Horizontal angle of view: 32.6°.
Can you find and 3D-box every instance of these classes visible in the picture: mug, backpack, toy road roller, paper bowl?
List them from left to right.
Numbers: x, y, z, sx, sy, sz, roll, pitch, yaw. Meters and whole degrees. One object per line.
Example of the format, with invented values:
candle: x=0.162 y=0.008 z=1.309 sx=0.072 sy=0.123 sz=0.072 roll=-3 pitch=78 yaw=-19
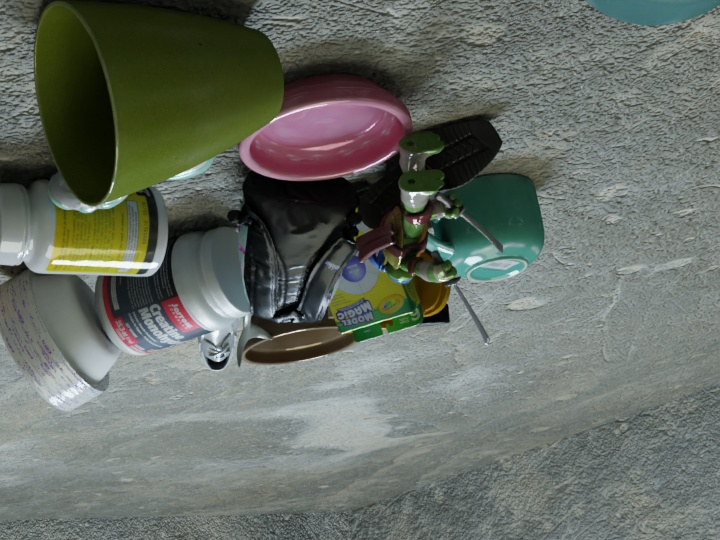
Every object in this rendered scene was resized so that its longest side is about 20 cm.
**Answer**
paper bowl: x=-0.410 y=0.085 z=1.702 sx=0.104 sy=0.201 sz=0.201 roll=-28 pitch=159 yaw=3
backpack: x=-0.081 y=-0.029 z=1.572 sx=0.166 sy=0.127 sz=0.200 roll=11 pitch=128 yaw=2
toy road roller: x=0.032 y=0.022 z=1.782 sx=0.199 sy=0.123 sz=0.146 roll=-6 pitch=174 yaw=19
mug: x=0.166 y=-0.049 z=1.729 sx=0.184 sy=0.115 sz=0.152 roll=-12 pitch=160 yaw=6

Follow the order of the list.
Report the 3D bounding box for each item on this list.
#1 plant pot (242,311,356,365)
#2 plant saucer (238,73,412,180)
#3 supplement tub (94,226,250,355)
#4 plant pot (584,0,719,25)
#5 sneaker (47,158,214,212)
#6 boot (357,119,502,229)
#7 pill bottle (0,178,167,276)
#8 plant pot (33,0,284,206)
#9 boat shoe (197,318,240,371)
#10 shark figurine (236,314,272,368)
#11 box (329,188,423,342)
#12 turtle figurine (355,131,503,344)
plant pot: x=-0.102 y=0.081 z=1.987 sx=0.200 sy=0.093 sz=0.201 roll=-10 pitch=163 yaw=-3
plant saucer: x=-0.042 y=-0.166 z=1.403 sx=0.200 sy=0.051 sz=0.201 roll=-8 pitch=161 yaw=-3
supplement tub: x=-0.252 y=0.028 z=1.701 sx=0.199 sy=0.141 sz=0.140 roll=-19 pitch=159 yaw=24
plant pot: x=0.241 y=-0.291 z=0.996 sx=0.200 sy=0.201 sz=0.161 roll=-11 pitch=174 yaw=3
sneaker: x=-0.270 y=-0.138 z=1.348 sx=0.199 sy=0.078 sz=0.140 roll=-21 pitch=158 yaw=4
boot: x=0.094 y=-0.127 z=1.579 sx=0.200 sy=0.078 sz=0.138 roll=-29 pitch=178 yaw=14
pill bottle: x=-0.343 y=-0.051 z=1.480 sx=0.199 sy=0.115 sz=0.114 roll=2 pitch=157 yaw=-31
plant pot: x=-0.181 y=-0.173 z=1.171 sx=0.200 sy=0.188 sz=0.187 roll=-16 pitch=166 yaw=-32
boat shoe: x=-0.216 y=0.103 z=1.845 sx=0.072 sy=0.069 sz=0.200 roll=-5 pitch=161 yaw=-16
shark figurine: x=-0.134 y=0.049 z=1.794 sx=0.214 sy=0.090 sz=0.128 roll=-33 pitch=108 yaw=33
box: x=0.000 y=0.000 z=1.672 sx=0.117 sy=0.201 sz=0.048 roll=-18 pitch=-167 yaw=22
turtle figurine: x=0.099 y=-0.055 z=1.438 sx=0.200 sy=0.144 sz=0.194 roll=25 pitch=143 yaw=24
